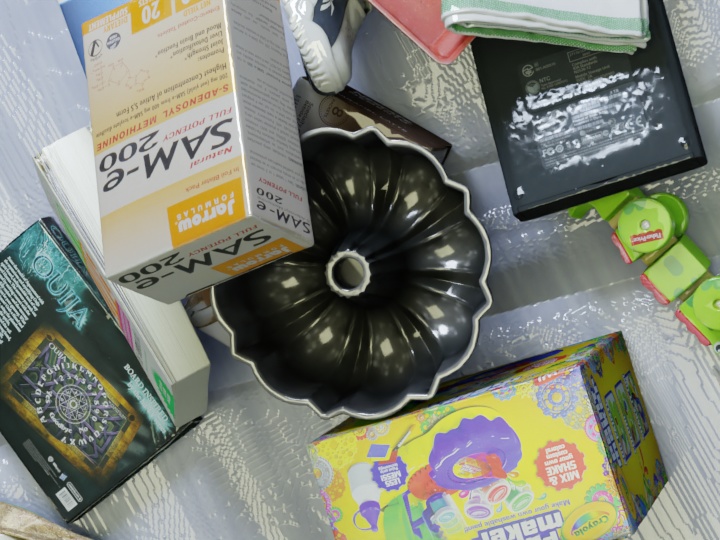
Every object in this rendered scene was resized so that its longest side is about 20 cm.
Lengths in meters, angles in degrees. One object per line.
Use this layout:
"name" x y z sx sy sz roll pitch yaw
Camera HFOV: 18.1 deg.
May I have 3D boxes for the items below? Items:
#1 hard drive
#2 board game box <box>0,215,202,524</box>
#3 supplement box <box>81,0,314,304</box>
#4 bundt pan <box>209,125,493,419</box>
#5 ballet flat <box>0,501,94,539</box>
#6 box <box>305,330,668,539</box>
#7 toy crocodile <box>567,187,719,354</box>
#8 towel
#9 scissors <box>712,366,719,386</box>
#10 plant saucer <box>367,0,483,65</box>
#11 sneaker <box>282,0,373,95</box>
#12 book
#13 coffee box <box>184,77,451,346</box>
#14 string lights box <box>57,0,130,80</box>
"hard drive" 0.152 -0.150 1.600 0.139 0.033 0.200 -17 74 15
"board game box" -0.232 0.077 1.752 0.135 0.028 0.200 -38 85 14
"supplement box" -0.112 -0.094 1.523 0.126 0.073 0.200 -23 62 28
"bundt pan" 0.000 0.000 1.559 0.201 0.076 0.202 1 94 14
"ballet flat" -0.246 0.229 1.746 0.200 0.065 0.071 13 121 15
"box" 0.094 0.137 1.588 0.200 0.193 0.122 -17 91 15
"toy crocodile" 0.228 0.003 1.606 0.062 0.067 0.200 -45 81 19
"towel" 0.128 -0.252 1.561 0.149 0.031 0.200 6 72 -13
"scissors" 0.295 0.163 1.612 0.073 0.014 0.200 -37 85 -23
"plant saucer" 0.037 -0.266 1.576 0.200 0.037 0.200 42 66 -3
"sneaker" 0.009 -0.218 1.608 0.129 0.080 0.199 -12 48 5
"book" -0.170 0.009 1.663 0.048 0.134 0.200 -28 76 -12
"coffee box" -0.031 -0.029 1.655 0.114 0.080 0.200 30 102 10
"string lights box" -0.156 -0.136 1.673 0.059 0.103 0.200 -20 90 14
